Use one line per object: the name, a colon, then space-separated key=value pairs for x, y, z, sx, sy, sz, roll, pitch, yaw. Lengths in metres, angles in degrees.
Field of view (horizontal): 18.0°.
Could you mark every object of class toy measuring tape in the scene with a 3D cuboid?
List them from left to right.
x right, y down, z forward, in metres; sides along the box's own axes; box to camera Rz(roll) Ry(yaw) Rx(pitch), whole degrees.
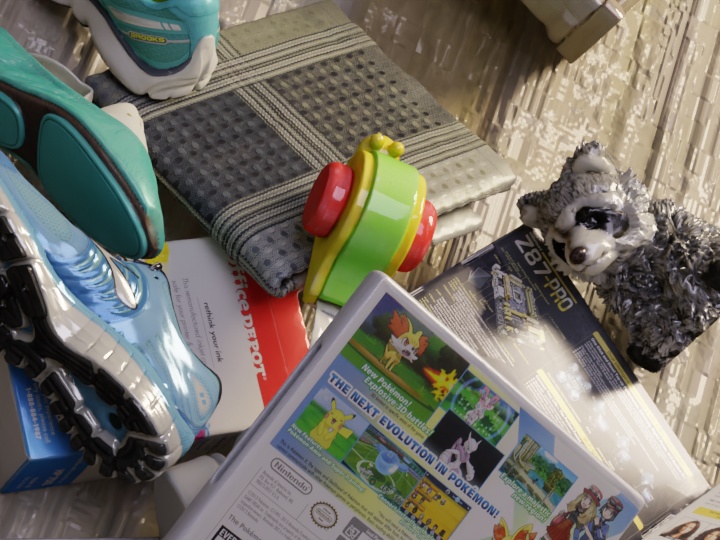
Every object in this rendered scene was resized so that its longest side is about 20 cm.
toy measuring tape: x=0.000 y=0.000 z=1.204 sx=0.073 sy=0.074 sz=0.200 roll=23 pitch=50 yaw=-15

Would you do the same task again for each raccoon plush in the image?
raccoon plush: x=0.173 y=-0.018 z=1.406 sx=0.134 sy=0.097 sz=0.200 roll=48 pitch=14 yaw=7

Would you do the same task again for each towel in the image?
towel: x=-0.034 y=-0.074 z=1.334 sx=0.200 sy=0.035 sz=0.193 roll=-22 pitch=55 yaw=-37

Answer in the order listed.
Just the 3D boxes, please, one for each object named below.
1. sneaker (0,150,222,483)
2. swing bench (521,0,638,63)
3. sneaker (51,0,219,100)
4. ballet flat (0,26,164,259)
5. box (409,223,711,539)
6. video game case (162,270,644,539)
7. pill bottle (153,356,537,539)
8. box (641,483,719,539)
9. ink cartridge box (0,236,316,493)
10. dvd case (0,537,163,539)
sneaker: x=-0.149 y=0.016 z=1.195 sx=0.200 sy=0.078 sz=0.090 roll=53 pitch=42 yaw=2
swing bench: x=0.127 y=-0.260 z=1.471 sx=0.199 sy=0.130 sz=0.200 roll=48 pitch=64 yaw=-1
sneaker: x=-0.142 y=-0.188 z=1.327 sx=0.077 sy=0.080 sz=0.200 roll=-24 pitch=58 yaw=-35
ballet flat: x=-0.163 y=-0.081 z=1.265 sx=0.200 sy=0.067 sz=0.070 roll=36 pitch=48 yaw=25
box: x=0.093 y=0.091 z=1.355 sx=0.161 sy=0.049 sz=0.200 roll=-32 pitch=85 yaw=-30
video game case: x=0.023 y=0.131 z=1.161 sx=0.200 sy=0.022 sz=0.182 roll=41 pitch=83 yaw=-20
pill bottle: x=-0.002 y=0.125 z=1.223 sx=0.199 sy=0.113 sz=0.113 roll=-16 pitch=77 yaw=-18
box: x=0.213 y=0.173 z=1.324 sx=0.200 sy=0.082 sz=0.049 roll=-30 pitch=114 yaw=-30
ink cartridge box: x=-0.110 y=0.048 z=1.267 sx=0.199 sy=0.067 sz=0.117 roll=-6 pitch=71 yaw=-26
dvd case: x=-0.141 y=0.217 z=1.210 sx=0.199 sy=0.025 sz=0.151 roll=2 pitch=70 yaw=-23
